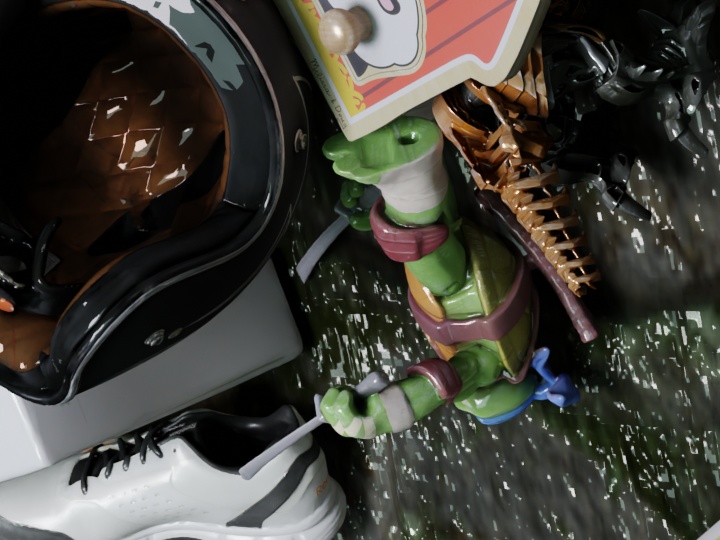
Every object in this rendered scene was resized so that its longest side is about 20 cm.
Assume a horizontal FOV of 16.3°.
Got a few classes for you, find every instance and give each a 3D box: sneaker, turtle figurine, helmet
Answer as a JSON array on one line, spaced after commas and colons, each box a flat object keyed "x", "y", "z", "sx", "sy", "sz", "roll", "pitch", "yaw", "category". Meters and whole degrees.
[{"x": -0.110, "y": 0.107, "z": 1.333, "sx": 0.198, "sy": 0.074, "sz": 0.080, "roll": -6, "pitch": 131, "yaw": 8, "category": "sneaker"}, {"x": 0.000, "y": 0.000, "z": 1.171, "sx": 0.199, "sy": 0.144, "sz": 0.195, "roll": 16, "pitch": 137, "yaw": 31, "category": "turtle figurine"}, {"x": -0.115, "y": -0.055, "z": 1.115, "sx": 0.199, "sy": 0.191, "sz": 0.201, "roll": 36, "pitch": 156, "yaw": 19, "category": "helmet"}]

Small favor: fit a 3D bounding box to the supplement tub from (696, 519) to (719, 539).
[{"x": 0.201, "y": 0.161, "z": 1.075, "sx": 0.145, "sy": 0.144, "sz": 0.200, "roll": 52, "pitch": 134, "yaw": 12, "category": "supplement tub"}]

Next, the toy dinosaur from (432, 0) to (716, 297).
[{"x": 0.072, "y": -0.076, "z": 1.088, "sx": 0.102, "sy": 0.135, "sz": 0.202, "roll": -24, "pitch": 60, "yaw": 56, "category": "toy dinosaur"}]

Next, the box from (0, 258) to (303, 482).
[{"x": -0.175, "y": -0.004, "z": 1.307, "sx": 0.171, "sy": 0.199, "sz": 0.200, "roll": -18, "pitch": 94, "yaw": 43, "category": "box"}]

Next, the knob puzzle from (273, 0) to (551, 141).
[{"x": 0.008, "y": -0.162, "z": 1.003, "sx": 0.219, "sy": 0.030, "sz": 0.221, "roll": 23, "pitch": 124, "yaw": 37, "category": "knob puzzle"}]

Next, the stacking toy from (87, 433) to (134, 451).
[{"x": -0.175, "y": 0.188, "z": 1.387, "sx": 0.145, "sy": 0.199, "sz": 0.147, "roll": 18, "pitch": 120, "yaw": 36, "category": "stacking toy"}]
